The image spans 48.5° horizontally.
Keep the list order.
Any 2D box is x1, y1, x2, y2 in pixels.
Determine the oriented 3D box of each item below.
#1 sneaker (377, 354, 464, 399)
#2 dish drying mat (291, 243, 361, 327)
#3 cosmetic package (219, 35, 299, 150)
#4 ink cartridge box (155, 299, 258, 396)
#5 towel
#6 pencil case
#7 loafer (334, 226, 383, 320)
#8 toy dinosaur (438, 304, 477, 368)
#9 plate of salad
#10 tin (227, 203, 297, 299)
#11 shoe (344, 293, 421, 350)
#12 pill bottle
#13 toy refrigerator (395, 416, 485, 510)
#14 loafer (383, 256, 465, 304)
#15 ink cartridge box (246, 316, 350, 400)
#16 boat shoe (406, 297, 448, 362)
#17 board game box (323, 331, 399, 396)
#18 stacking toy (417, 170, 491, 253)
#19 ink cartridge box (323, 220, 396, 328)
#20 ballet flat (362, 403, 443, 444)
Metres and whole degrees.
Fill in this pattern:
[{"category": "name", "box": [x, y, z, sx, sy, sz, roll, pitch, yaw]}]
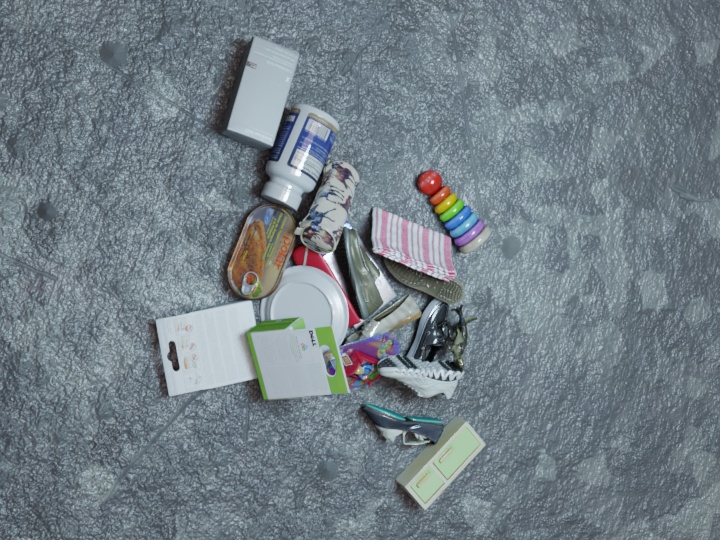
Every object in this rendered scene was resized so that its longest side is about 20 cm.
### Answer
[{"category": "sneaker", "box": [0.124, 0.229, 1.688, 0.197, 0.075, 0.082, 11, 107, -22]}, {"category": "dish drying mat", "box": [-0.076, 0.034, 1.680, 0.202, 0.076, 0.018, 61, 39, -11]}, {"category": "cosmetic package", "box": [-0.207, -0.358, 1.629, 0.106, 0.090, 0.203, 16, 83, -20]}, {"category": "ink cartridge box", "box": [-0.306, 0.156, 1.632, 0.197, 0.047, 0.163, -11, 95, -14]}, {"category": "towel", "box": [0.113, -0.061, 1.719, 0.198, 0.147, 0.030, 21, 126, -17]}, {"category": "pencil case", "box": [-0.065, -0.136, 1.646, 0.089, 0.078, 0.202, 31, 53, -18]}, {"category": "loafer", "box": [0.000, 0.000, 1.675, 0.069, 0.075, 0.203, -20, 107, -20]}, {"category": "toy dinosaur", "box": [0.214, 0.131, 1.743, 0.089, 0.047, 0.201, 62, 31, -23]}, {"category": "plate of salad", "box": [-0.115, 0.090, 1.657, 0.197, 0.048, 0.203, 2, 97, 17]}, {"category": "tin", "box": [-0.199, -0.037, 1.642, 0.111, 0.042, 0.202, 21, 84, 12]}, {"category": "shoe", "box": [0.043, 0.115, 1.728, 0.198, 0.070, 0.054, -28, 108, -25]}, {"category": "pill bottle", "box": [-0.128, -0.230, 1.643, 0.110, 0.111, 0.202, 25, 84, -17]}, {"category": "toy refrigerator", "box": [0.180, 0.428, 1.778, 0.200, 0.070, 0.076, -43, 103, -12]}, {"category": "loafer", "box": [0.138, 0.009, 1.759, 0.199, 0.068, 0.076, 33, 97, 1]}, {"category": "ink cartridge box", "box": [-0.113, 0.173, 1.599, 0.197, 0.076, 0.150, -7, 104, 24]}, {"category": "boat shoe", "box": [0.155, 0.159, 1.754, 0.070, 0.066, 0.202, 33, 82, -48]}, {"category": "board game box", "box": [0.000, 0.212, 1.681, 0.197, 0.039, 0.159, -15, 137, -18]}, {"category": "stacking toy", "box": [0.201, -0.138, 1.771, 0.085, 0.085, 0.201, -41, 99, -13]}, {"category": "ink cartridge box", "box": [-0.023, 0.008, 1.719, 0.119, 0.042, 0.201, -36, 103, -13]}, {"category": "ballet flat", "box": [0.091, 0.344, 1.750, 0.197, 0.073, 0.074, 16, 86, -20]}]
